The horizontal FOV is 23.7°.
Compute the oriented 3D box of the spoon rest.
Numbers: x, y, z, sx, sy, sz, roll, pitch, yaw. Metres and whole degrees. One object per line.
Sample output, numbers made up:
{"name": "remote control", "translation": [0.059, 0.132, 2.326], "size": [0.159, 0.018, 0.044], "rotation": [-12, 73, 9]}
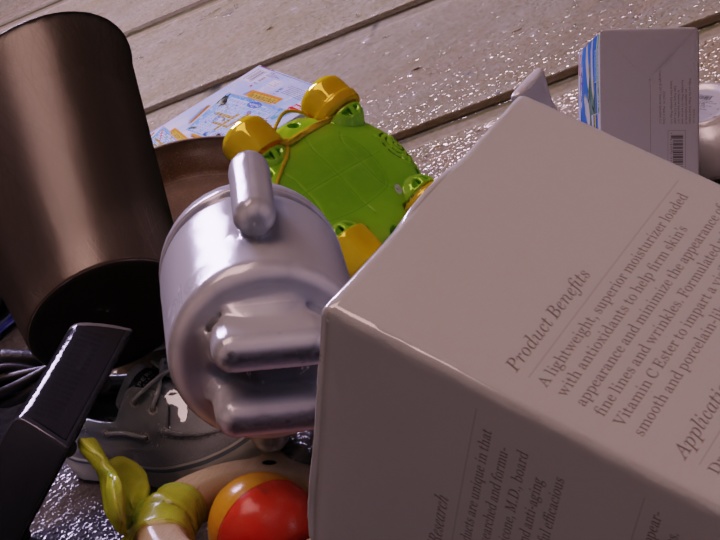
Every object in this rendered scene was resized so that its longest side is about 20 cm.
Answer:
{"name": "spoon rest", "translation": [0.202, -0.100, 1.210], "size": [0.199, 0.061, 0.099], "rotation": [14, 47, 38]}

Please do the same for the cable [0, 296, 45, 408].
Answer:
{"name": "cable", "translation": [-0.237, 0.039, 1.268], "size": [0.199, 0.051, 0.163], "rotation": [6, 38, 39]}

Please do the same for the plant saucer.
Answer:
{"name": "plant saucer", "translation": [-0.098, -0.031, 1.271], "size": [0.198, 0.032, 0.201], "rotation": [3, 38, -2]}

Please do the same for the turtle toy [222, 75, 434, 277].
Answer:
{"name": "turtle toy", "translation": [-0.036, -0.034, 1.175], "size": [0.199, 0.146, 0.101], "rotation": [-31, -21, -34]}

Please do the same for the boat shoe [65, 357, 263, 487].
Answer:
{"name": "boat shoe", "translation": [-0.139, 0.098, 1.142], "size": [0.200, 0.072, 0.070], "rotation": [-7, 31, 40]}

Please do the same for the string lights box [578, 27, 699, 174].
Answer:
{"name": "string lights box", "translation": [0.169, -0.091, 1.059], "size": [0.058, 0.104, 0.200], "rotation": [-1, 3, 4]}

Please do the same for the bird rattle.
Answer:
{"name": "bird rattle", "translation": [-0.072, 0.148, 0.947], "size": [0.162, 0.114, 0.199], "rotation": [-20, 20, -31]}

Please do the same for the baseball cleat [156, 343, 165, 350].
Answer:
{"name": "baseball cleat", "translation": [-0.117, -0.002, 1.341], "size": [0.200, 0.070, 0.106], "rotation": [-45, 34, -13]}

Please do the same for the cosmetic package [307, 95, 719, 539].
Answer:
{"name": "cosmetic package", "translation": [0.104, 0.063, 0.744], "size": [0.199, 0.166, 0.165], "rotation": [27, 50, 21]}

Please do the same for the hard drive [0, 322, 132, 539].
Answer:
{"name": "hard drive", "translation": [-0.209, 0.131, 1.058], "size": [0.201, 0.042, 0.135], "rotation": [-58, 6, 33]}

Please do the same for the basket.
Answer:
{"name": "basket", "translation": [-0.197, -0.043, 1.160], "size": [0.180, 0.135, 0.201], "rotation": [-47, 51, 25]}

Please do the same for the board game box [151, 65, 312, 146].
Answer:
{"name": "board game box", "translation": [-0.130, -0.105, 1.528], "size": [0.199, 0.041, 0.200], "rotation": [-33, 23, -12]}

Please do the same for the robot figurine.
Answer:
{"name": "robot figurine", "translation": [-0.059, 0.019, 0.998], "size": [0.112, 0.171, 0.200], "rotation": [-1, 25, -9]}

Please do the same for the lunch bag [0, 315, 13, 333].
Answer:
{"name": "lunch bag", "translation": [-0.373, -0.002, 1.537], "size": [0.169, 0.124, 0.201], "rotation": [5, 54, 51]}
